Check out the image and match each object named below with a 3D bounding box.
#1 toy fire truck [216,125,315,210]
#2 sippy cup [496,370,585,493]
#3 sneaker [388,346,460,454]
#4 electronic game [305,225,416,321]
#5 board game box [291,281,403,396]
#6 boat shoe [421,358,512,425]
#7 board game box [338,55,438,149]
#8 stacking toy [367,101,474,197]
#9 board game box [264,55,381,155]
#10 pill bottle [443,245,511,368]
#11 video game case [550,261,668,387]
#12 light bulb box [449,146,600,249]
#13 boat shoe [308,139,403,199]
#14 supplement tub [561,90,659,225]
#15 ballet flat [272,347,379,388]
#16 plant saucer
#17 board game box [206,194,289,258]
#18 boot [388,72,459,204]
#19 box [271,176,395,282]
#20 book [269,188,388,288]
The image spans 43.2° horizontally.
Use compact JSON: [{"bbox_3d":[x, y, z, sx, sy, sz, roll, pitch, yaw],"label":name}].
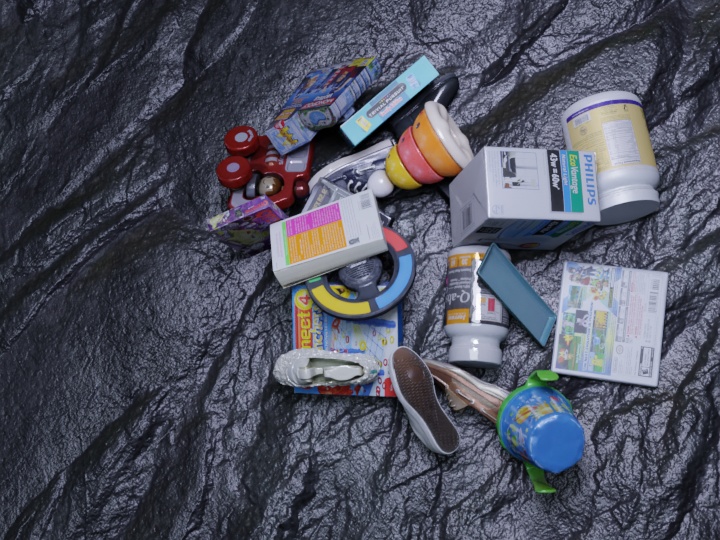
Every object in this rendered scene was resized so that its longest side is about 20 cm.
[{"bbox_3d":[-0.174,-0.185,1.727,0.166,0.113,0.202,-1,51,9],"label":"toy fire truck"},{"bbox_3d":[0.304,0.267,1.496,0.139,0.130,0.179,-36,99,-2],"label":"sippy cup"},{"bbox_3d":[0.096,0.231,1.589,0.072,0.085,0.202,-24,86,-23],"label":"sneaker"},{"bbox_3d":[0.000,0.000,1.588,0.198,0.042,0.202,-7,55,9],"label":"electronic game"},{"bbox_3d":[-0.022,0.122,1.638,0.193,0.056,0.203,0,95,13],"label":"board game box"},{"bbox_3d":[0.180,0.214,1.592,0.198,0.076,0.072,24,85,19],"label":"boat shoe"},{"bbox_3d":[0.048,-0.312,1.706,0.200,0.151,0.047,-41,96,1],"label":"board game box"},{"bbox_3d":[0.094,-0.194,1.635,0.199,0.146,0.147,-33,71,18],"label":"stacking toy"},{"bbox_3d":[-0.076,-0.303,1.695,0.199,0.062,0.200,3,48,50],"label":"board game box"},{"bbox_3d":[0.205,0.065,1.600,0.115,0.116,0.202,1,77,13],"label":"pill bottle"},{"bbox_3d":[0.435,0.092,1.590,0.180,0.022,0.202,7,79,14],"label":"video game case"},{"bbox_3d":[0.275,-0.119,1.555,0.198,0.198,0.126,1,77,-11],"label":"light bulb box"},{"bbox_3d":[0.001,-0.167,1.723,0.199,0.075,0.093,-27,66,5],"label":"boat shoe"},{"bbox_3d":[0.440,-0.195,1.593,0.144,0.145,0.202,-12,75,10],"label":"supplement tub"},{"bbox_3d":[-0.066,0.172,1.591,0.198,0.072,0.073,-4,76,14],"label":"ballet flat"},{"bbox_3d":[0.268,0.044,1.568,0.019,0.200,0.070,-10,41,50],"label":"plant saucer"},{"bbox_3d":[-0.194,-0.078,1.682,0.119,0.200,0.033,-26,73,6],"label":"board game box"},{"bbox_3d":[0.171,-0.248,1.709,0.165,0.066,0.201,-40,68,9],"label":"boot"},{"bbox_3d":[-0.051,-0.048,1.688,0.157,0.048,0.201,29,97,10],"label":"box"},{"bbox_3d":[-0.060,-0.062,1.604,0.198,0.048,0.134,-19,47,8],"label":"book"}]
